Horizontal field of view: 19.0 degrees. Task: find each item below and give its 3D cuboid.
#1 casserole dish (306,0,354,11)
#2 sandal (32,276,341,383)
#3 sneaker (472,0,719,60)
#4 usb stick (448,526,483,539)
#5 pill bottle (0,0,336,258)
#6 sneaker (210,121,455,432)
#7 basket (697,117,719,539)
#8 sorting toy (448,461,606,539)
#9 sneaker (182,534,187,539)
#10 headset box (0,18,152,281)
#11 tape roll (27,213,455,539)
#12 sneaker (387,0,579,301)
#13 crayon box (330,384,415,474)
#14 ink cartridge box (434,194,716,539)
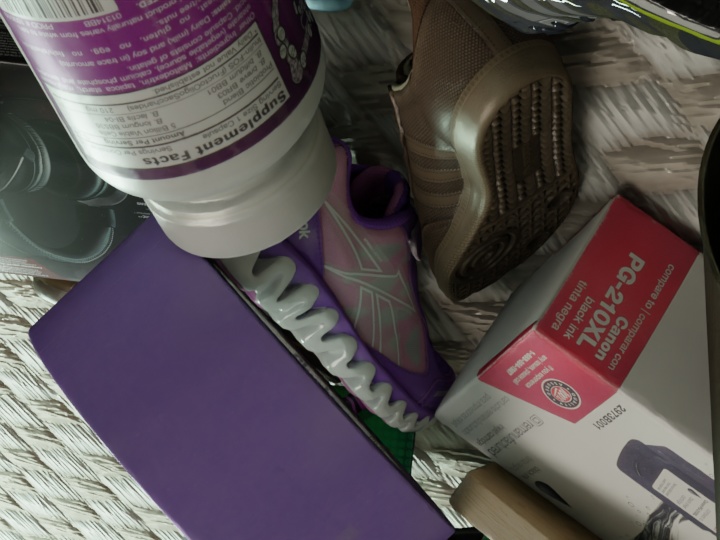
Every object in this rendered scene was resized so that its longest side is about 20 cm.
[{"bbox_3d":[-0.046,-0.186,0.834,0.121,0.039,0.200,13,147,37],"label":"casserole dish"},{"bbox_3d":[-0.096,0.039,1.181,0.199,0.055,0.082,17,-179,-41],"label":"sandal"},{"bbox_3d":[0.084,-0.118,0.771,0.200,0.074,0.081,30,161,28],"label":"sneaker"},{"bbox_3d":[0.054,0.160,1.197,0.199,0.033,0.055,-2,163,5],"label":"usb stick"},{"bbox_3d":[-0.078,-0.100,0.849,0.112,0.112,0.200,16,149,33],"label":"pill bottle"},{"bbox_3d":[0.000,0.000,0.996,0.080,0.088,0.200,44,178,45],"label":"sneaker"},{"bbox_3d":[0.194,0.052,0.797,0.200,0.135,0.181,82,166,-51],"label":"basket"},{"bbox_3d":[0.133,0.180,1.055,0.200,0.070,0.199,39,-170,13],"label":"sorting toy"},{"bbox_3d":[-0.004,0.190,1.135,0.199,0.088,0.075,16,143,-8],"label":"sneaker"},{"bbox_3d":[-0.130,-0.065,1.045,0.148,0.078,0.200,7,146,10],"label":"headset box"},{"bbox_3d":[-0.053,0.072,0.975,0.200,0.085,0.200,48,179,1],"label":"tape roll"},{"bbox_3d":[0.049,-0.060,0.924,0.076,0.070,0.200,55,163,21],"label":"sneaker"},{"bbox_3d":[-0.034,0.107,1.192,0.118,0.059,0.200,7,166,-1],"label":"crayon box"},{"bbox_3d":[0.153,0.075,0.981,0.200,0.084,0.145,36,155,-2],"label":"ink cartridge box"}]
